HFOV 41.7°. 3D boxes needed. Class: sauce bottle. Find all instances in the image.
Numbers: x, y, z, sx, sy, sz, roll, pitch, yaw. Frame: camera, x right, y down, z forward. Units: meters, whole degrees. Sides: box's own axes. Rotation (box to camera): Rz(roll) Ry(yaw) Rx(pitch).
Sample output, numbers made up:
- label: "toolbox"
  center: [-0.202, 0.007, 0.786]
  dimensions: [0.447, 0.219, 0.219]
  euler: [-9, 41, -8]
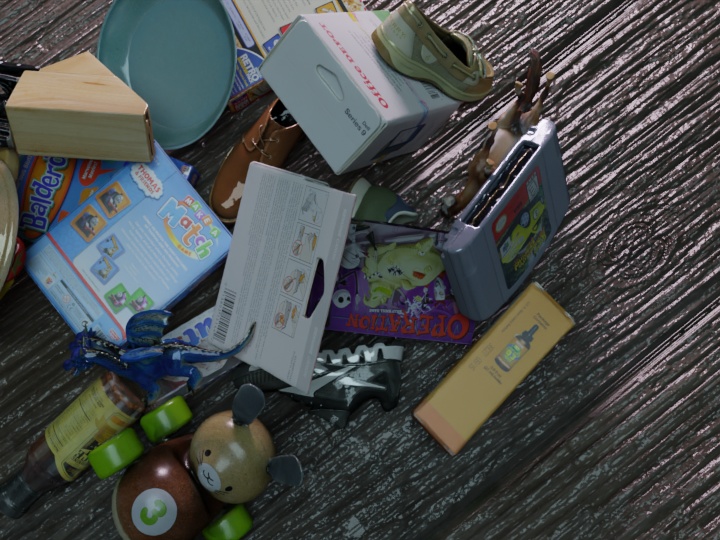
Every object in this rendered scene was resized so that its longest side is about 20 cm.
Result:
- label: "sauce bottle"
  center: [-0.320, 0.193, 1.041]
  dimensions: [0.200, 0.066, 0.066]
  euler: [-44, 82, 8]

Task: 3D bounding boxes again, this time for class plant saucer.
- label: "plant saucer"
  center: [-0.218, -0.241, 1.093]
  dimensions: [0.196, 0.036, 0.205]
  euler: [3, 96, 25]

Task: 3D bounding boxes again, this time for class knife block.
- label: "knife block"
  center: [-0.341, -0.161, 1.021]
  dimensions: [0.174, 0.065, 0.199]
  euler: [-31, 53, -28]

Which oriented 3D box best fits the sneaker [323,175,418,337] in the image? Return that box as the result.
- label: "sneaker"
  center: [0.000, 0.000, 1.063]
  dimensions: [0.088, 0.067, 0.204]
  euler: [21, 80, 9]

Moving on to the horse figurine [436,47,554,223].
- label: "horse figurine"
  center: [0.161, -0.150, 1.067]
  dimensions: [0.049, 0.133, 0.202]
  euler: [30, 70, 9]

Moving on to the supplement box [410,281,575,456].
- label: "supplement box"
  center: [0.145, 0.108, 1.046]
  dimensions: [0.067, 0.069, 0.200]
  euler: [44, 87, 6]

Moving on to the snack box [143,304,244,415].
- label: "snack box"
  center: [-0.172, 0.086, 1.078]
  dimensions: [0.197, 0.024, 0.073]
  euler: [-30, 81, -2]

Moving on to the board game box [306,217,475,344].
- label: "board game box"
  center: [0.039, 0.011, 1.036]
  dimensions: [0.195, 0.032, 0.123]
  euler: [6, 101, -18]

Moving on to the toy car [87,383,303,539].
- label: "toy car"
  center: [-0.146, 0.201, 0.959]
  dimensions: [0.198, 0.157, 0.166]
  euler: [-31, 91, 34]

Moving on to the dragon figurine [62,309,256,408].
- label: "dragon figurine"
  center: [-0.210, 0.082, 0.968]
  dimensions: [0.196, 0.100, 0.060]
  euler: [-17, 45, 21]

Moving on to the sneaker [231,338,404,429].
- label: "sneaker"
  center: [-0.044, 0.131, 1.047]
  dimensions: [0.195, 0.067, 0.093]
  euler: [-6, 79, -2]

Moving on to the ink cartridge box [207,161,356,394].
- label: "ink cartridge box"
  center: [-0.073, 0.005, 0.979]
  dimensions: [0.174, 0.044, 0.205]
  euler: [20, 98, 43]

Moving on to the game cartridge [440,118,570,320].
- label: "game cartridge"
  center: [0.164, -0.049, 1.028]
  dimensions: [0.040, 0.134, 0.201]
  euler: [24, 63, 33]

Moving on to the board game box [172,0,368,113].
- label: "board game box"
  center: [-0.105, -0.305, 1.123]
  dimensions: [0.197, 0.046, 0.154]
  euler: [-29, 82, -2]

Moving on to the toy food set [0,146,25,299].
- label: "toy food set"
  center: [-0.430, -0.032, 1.045]
  dimensions: [0.198, 0.048, 0.202]
  euler: [-46, 56, 21]

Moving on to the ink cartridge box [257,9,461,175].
- label: "ink cartridge box"
  center: [0.004, -0.199, 1.025]
  dimensions: [0.087, 0.199, 0.146]
  euler: [-42, 82, 30]

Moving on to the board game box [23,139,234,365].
- label: "board game box"
  center: [-0.254, -0.020, 1.045]
  dimensions: [0.199, 0.037, 0.152]
  euler: [-41, 85, -4]

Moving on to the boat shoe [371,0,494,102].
- label: "boat shoe"
  center: [0.095, -0.242, 1.040]
  dimensions: [0.063, 0.198, 0.074]
  euler: [-43, 57, 29]

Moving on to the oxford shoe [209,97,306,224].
- label: "oxford shoe"
  center: [-0.111, -0.144, 1.089]
  dimensions: [0.071, 0.071, 0.202]
  euler: [35, 85, 5]

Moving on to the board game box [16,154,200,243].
- label: "board game box"
  center: [-0.306, -0.083, 1.097]
  dimensions: [0.196, 0.045, 0.155]
  euler: [21, 83, 5]
